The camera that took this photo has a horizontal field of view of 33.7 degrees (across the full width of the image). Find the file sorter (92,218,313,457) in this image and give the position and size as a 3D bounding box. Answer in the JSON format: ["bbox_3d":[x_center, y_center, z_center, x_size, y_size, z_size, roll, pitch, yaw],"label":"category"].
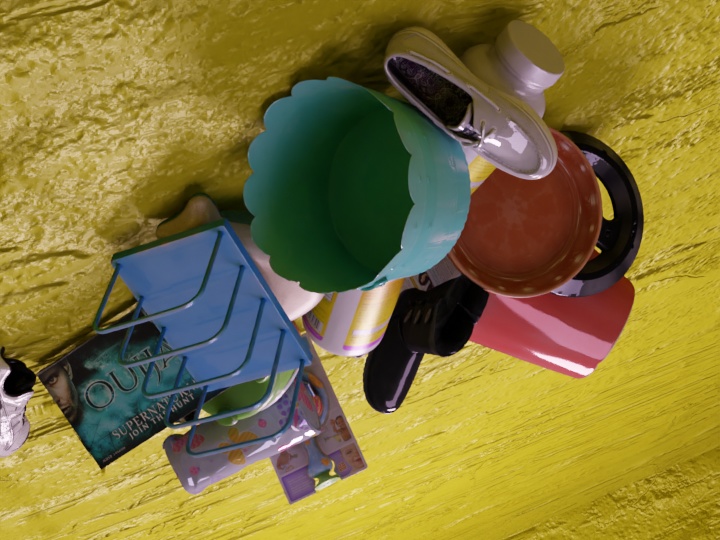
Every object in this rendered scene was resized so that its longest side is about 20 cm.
[{"bbox_3d":[-0.161,0.077,1.214,0.138,0.123,0.201,-15,126,21],"label":"file sorter"}]

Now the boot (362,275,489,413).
[{"bbox_3d":[0.074,0.093,1.411,0.065,0.166,0.200,19,171,-18],"label":"boot"}]

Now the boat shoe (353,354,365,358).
[{"bbox_3d":[0.013,0.040,1.533,0.074,0.069,0.201,-15,151,-22],"label":"boat shoe"}]

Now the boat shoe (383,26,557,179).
[{"bbox_3d":[0.103,-0.150,1.125,0.072,0.200,0.069,-38,-166,35],"label":"boat shoe"}]

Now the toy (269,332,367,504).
[{"bbox_3d":[-0.083,0.191,1.563,0.114,0.201,0.047,-24,167,-4],"label":"toy"}]

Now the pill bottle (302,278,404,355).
[{"bbox_3d":[0.000,0.000,1.374,0.103,0.105,0.201,-12,143,-28],"label":"pill bottle"}]

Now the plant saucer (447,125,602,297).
[{"bbox_3d":[0.179,-0.070,1.363,0.199,0.202,0.032,-21,-178,-12],"label":"plant saucer"}]

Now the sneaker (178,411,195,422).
[{"bbox_3d":[-0.272,0.158,1.493,0.088,0.079,0.200,-12,164,19],"label":"sneaker"}]

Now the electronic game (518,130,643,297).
[{"bbox_3d":[0.253,-0.068,1.428,0.198,0.202,0.042,-16,180,-21],"label":"electronic game"}]

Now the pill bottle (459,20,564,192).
[{"bbox_3d":[0.119,-0.159,1.222,0.104,0.105,0.200,-1,145,-43],"label":"pill bottle"}]

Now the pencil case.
[{"bbox_3d":[-0.148,0.207,1.505,0.199,0.084,0.091,-26,-172,9],"label":"pencil case"}]

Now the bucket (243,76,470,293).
[{"bbox_3d":[0.000,-0.079,1.154,0.207,0.208,0.134,-41,159,27],"label":"bucket"}]

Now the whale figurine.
[{"bbox_3d":[-0.123,-0.027,1.275,0.159,0.104,0.199,-37,129,28],"label":"whale figurine"}]

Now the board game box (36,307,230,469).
[{"bbox_3d":[-0.253,0.119,1.357,0.199,0.136,0.028,-33,-174,10],"label":"board game box"}]

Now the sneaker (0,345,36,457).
[{"bbox_3d":[-0.397,0.148,1.333,0.087,0.076,0.200,-24,155,-6],"label":"sneaker"}]

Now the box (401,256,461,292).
[{"bbox_3d":[0.097,0.011,1.543,0.049,0.083,0.200,-9,149,-34],"label":"box"}]

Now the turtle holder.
[{"bbox_3d":[-0.144,0.116,1.438,0.131,0.140,0.187,-21,136,-61],"label":"turtle holder"}]

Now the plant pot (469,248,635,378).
[{"bbox_3d":[0.238,0.035,1.516,0.201,0.176,0.201,-60,-174,10],"label":"plant pot"}]
